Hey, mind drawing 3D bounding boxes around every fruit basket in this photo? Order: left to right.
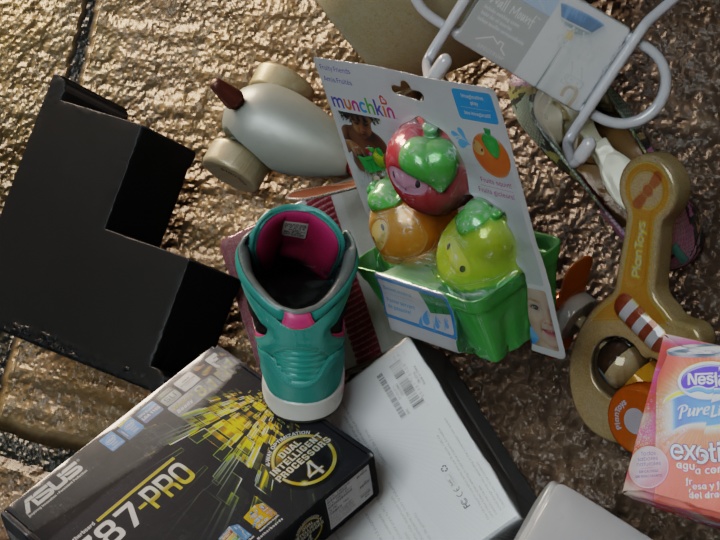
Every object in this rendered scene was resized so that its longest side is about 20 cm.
[{"bbox_3d":[0.047,-0.040,1.237,0.094,0.200,0.185,-39,34,-25],"label":"fruit basket"}]

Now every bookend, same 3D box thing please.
[{"bbox_3d":[-0.169,-0.022,1.409,0.198,0.092,0.201,18,86,30],"label":"bookend"}]

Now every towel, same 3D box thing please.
[{"bbox_3d":[0.000,0.000,1.383,0.199,0.023,0.144,-25,67,15],"label":"towel"}]

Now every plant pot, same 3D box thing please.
[{"bbox_3d":[0.070,-0.225,1.300,0.200,0.187,0.188,-39,66,7],"label":"plant pot"}]

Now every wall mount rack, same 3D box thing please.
[{"bbox_3d":[0.135,-0.169,1.199,0.200,0.075,0.174,28,109,-13],"label":"wall mount rack"}]

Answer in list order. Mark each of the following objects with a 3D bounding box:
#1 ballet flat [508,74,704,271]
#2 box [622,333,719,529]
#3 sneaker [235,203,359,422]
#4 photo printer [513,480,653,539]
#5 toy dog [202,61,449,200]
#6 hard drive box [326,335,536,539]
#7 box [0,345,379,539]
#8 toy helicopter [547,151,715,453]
[{"bbox_3d":[0.168,-0.085,1.298,0.069,0.071,0.200,-37,66,6],"label":"ballet flat"},{"bbox_3d":[0.245,0.112,1.147,0.094,0.200,0.103,12,82,28],"label":"box"},{"bbox_3d":[-0.048,-0.004,1.289,0.083,0.121,0.200,-3,39,-7],"label":"sneaker"},{"bbox_3d":[0.165,0.252,1.174,0.200,0.069,0.167,33,64,6],"label":"photo printer"},{"bbox_3d":[-0.036,-0.103,1.367,0.199,0.096,0.132,-2,67,26],"label":"toy dog"},{"bbox_3d":[0.008,0.170,1.309,0.200,0.077,0.156,-36,66,12],"label":"hard drive box"},{"bbox_3d":[-0.112,0.155,1.241,0.200,0.049,0.161,-38,49,-27],"label":"box"},{"bbox_3d":[0.180,0.017,1.242,0.132,0.079,0.201,19,111,41],"label":"toy helicopter"}]
